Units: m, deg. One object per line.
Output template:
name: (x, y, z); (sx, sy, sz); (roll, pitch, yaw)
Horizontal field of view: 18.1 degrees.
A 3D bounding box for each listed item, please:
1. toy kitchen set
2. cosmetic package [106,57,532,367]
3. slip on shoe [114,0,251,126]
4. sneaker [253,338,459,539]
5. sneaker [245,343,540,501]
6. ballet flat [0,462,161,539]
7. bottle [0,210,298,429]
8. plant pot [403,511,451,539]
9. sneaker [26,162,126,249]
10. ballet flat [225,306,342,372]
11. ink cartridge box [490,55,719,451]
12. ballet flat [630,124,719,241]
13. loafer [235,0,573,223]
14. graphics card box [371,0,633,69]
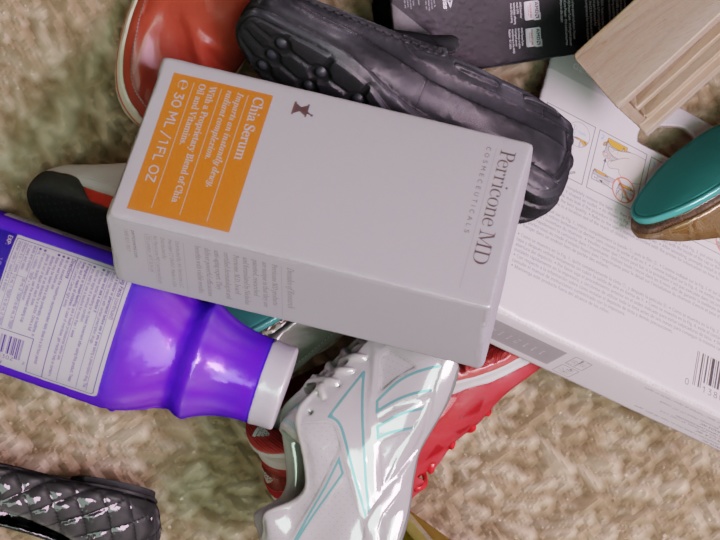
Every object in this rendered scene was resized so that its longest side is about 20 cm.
toy kitchen set: (0.259, -0.092, 1.231); (0.180, 0.163, 0.200); (-42, 75, 9)
cosmetic package: (-0.020, -0.030, 1.163); (0.198, 0.071, 0.102); (13, 62, 5)
slip on shoe: (-0.065, -0.161, 1.216); (0.074, 0.061, 0.201); (35, 95, -22)
sneaker: (0.003, 0.071, 1.221); (0.080, 0.070, 0.202); (20, 85, -8)
sneaker: (0.033, 0.092, 1.324); (0.199, 0.078, 0.116); (-21, 129, -11)
ballet flat: (-0.205, 0.136, 1.258); (0.199, 0.066, 0.057); (10, 77, -20)
bottle: (-0.134, 0.032, 1.221); (0.199, 0.065, 0.084); (18, 95, 1)
plant pot: (0.067, 0.290, 1.308); (0.195, 0.196, 0.200); (-52, 138, 7)
sneaker: (-0.075, -0.047, 1.249); (0.200, 0.067, 0.108); (15, 61, 9)
ballet flat: (0.000, 0.000, 1.288); (0.199, 0.068, 0.064); (-32, 138, -3)
ink cartridge box: (0.164, -0.011, 1.312); (0.199, 0.045, 0.177); (25, 61, -20)
ballet flat: (0.236, -0.068, 1.306); (0.200, 0.068, 0.073); (-47, 124, -21)
loafer: (0.026, -0.097, 1.211); (0.200, 0.068, 0.071); (28, 58, -14)
graphics card box: (0.103, -0.182, 1.260); (0.198, 0.051, 0.126); (-11, 108, -12)
